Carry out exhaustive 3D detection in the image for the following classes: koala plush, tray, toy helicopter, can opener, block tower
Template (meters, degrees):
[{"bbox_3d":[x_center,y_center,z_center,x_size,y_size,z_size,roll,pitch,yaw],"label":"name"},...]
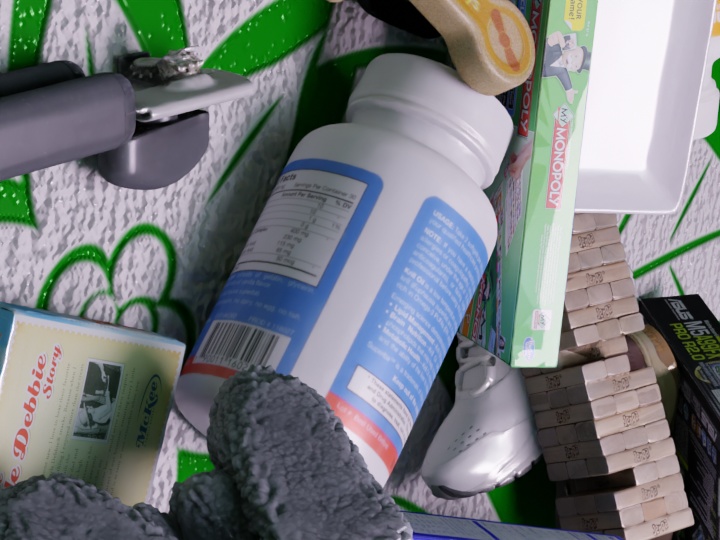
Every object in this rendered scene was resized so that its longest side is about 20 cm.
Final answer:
[{"bbox_3d":[-0.061,0.184,0.840,0.177,0.184,0.201,-23,148,-33],"label":"koala plush"},{"bbox_3d":[0.139,-0.130,1.068,0.107,0.022,0.201,0,106,-27],"label":"tray"},{"bbox_3d":[0.017,-0.165,0.928,0.200,0.079,0.133,46,47,-27],"label":"toy helicopter"},{"bbox_3d":[-0.119,-0.056,0.825,0.200,0.052,0.067,-17,115,-52],"label":"can opener"},{"bbox_3d":[0.126,0.052,1.109,0.058,0.054,0.201,-11,87,-35],"label":"block tower"}]

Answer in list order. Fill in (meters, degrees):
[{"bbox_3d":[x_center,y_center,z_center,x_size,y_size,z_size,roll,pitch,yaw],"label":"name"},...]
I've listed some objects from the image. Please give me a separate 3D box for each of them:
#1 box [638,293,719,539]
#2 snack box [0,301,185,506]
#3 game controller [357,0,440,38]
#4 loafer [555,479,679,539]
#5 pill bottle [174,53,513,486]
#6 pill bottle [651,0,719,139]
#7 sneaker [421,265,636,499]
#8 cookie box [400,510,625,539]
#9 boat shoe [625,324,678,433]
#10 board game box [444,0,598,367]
[{"bbox_3d":[0.224,0.125,1.284,0.200,0.044,0.161,-109,-166,-68],"label":"box"},{"bbox_3d":[-0.145,0.118,0.856,0.116,0.037,0.201,16,88,-57],"label":"snack box"},{"bbox_3d":[0.041,-0.221,1.015,0.104,0.042,0.201,9,94,-56],"label":"game controller"},{"bbox_3d":[0.158,0.148,1.217,0.073,0.071,0.201,-25,124,-7],"label":"loafer"},{"bbox_3d":[0.000,0.000,0.964,0.201,0.112,0.112,-63,143,-19],"label":"pill bottle"},{"bbox_3d":[0.163,-0.181,1.141,0.116,0.116,0.201,-22,118,-51],"label":"pill bottle"},{"bbox_3d":[0.083,0.045,1.155,0.087,0.074,0.200,51,54,-29],"label":"sneaker"},{"bbox_3d":[0.041,0.215,1.027,0.199,0.075,0.172,8,95,-12],"label":"cookie box"},{"bbox_3d":[0.159,0.130,1.292,0.072,0.072,0.201,-13,126,-21],"label":"boat shoe"},{"bbox_3d":[0.075,-0.062,1.044,0.029,0.135,0.201,2,101,-20],"label":"board game box"}]
